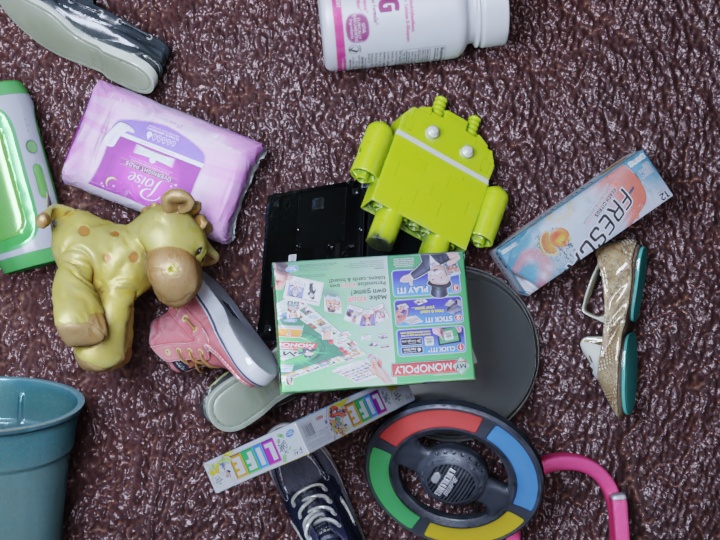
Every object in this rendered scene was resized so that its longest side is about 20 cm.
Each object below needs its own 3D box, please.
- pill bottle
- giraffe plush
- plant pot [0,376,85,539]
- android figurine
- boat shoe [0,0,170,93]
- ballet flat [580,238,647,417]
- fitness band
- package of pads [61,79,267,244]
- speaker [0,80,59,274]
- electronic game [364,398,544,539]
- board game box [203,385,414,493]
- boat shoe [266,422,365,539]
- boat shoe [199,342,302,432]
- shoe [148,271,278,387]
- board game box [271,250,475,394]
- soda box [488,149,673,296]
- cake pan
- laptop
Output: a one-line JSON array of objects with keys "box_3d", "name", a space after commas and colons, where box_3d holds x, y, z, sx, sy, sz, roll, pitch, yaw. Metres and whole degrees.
[{"box_3d": [0.055, -0.283, 1.257, 0.200, 0.113, 0.114, -7, 92, -2], "name": "pill bottle"}, {"box_3d": [-0.230, -0.006, 1.204, 0.162, 0.173, 0.200, -14, 86, -2], "name": "giraffe plush"}, {"box_3d": [-0.396, 0.233, 1.228, 0.200, 0.200, 0.196, 3, 99, -2], "name": "plant pot"}, {"box_3d": [0.078, -0.098, 1.264, 0.182, 0.041, 0.200, 29, 66, -14], "name": "android figurine"}, {"box_3d": [-0.299, -0.270, 1.272, 0.199, 0.075, 0.066, 27, 62, 6], "name": "boat shoe"}, {"box_3d": [0.283, 0.064, 1.307, 0.065, 0.070, 0.200, 5, 89, 25], "name": "ballet flat"}, {"box_3d": [0.234, 0.309, 1.318, 0.143, 0.037, 0.200, -3, 91, -1], "name": "fitness band"}, {"box_3d": [-0.214, -0.117, 1.272, 0.200, 0.076, 0.121, 21, 90, -2], "name": "package of pads"}, {"box_3d": [-0.380, -0.101, 1.263, 0.088, 0.088, 0.200, -15, 92, -1], "name": "speaker"}, {"box_3d": [0.102, 0.225, 1.270, 0.200, 0.042, 0.200, 7, 122, 11], "name": "electronic game"}, {"box_3d": [-0.049, 0.167, 1.203, 0.134, 0.200, 0.034, -28, 84, 35], "name": "board game box"}, {"box_3d": [-0.045, 0.263, 1.280, 0.075, 0.093, 0.200, -31, 93, -1], "name": "boat shoe"}, {"box_3d": [-0.087, 0.112, 1.285, 0.201, 0.061, 0.072, -26, 99, -20], "name": "boat shoe"}, {"box_3d": [-0.161, 0.084, 1.235, 0.091, 0.200, 0.071, -47, 130, 4], "name": "shoe"}, {"box_3d": [0.012, 0.053, 1.186, 0.200, 0.029, 0.135, -3, 83, -7], "name": "board game box"}, {"box_3d": [0.244, -0.053, 1.290, 0.200, 0.068, 0.064, -35, 92, -1], "name": "soda box"}, {"box_3d": [0.109, 0.093, 1.296, 0.200, 0.037, 0.201, 0, 88, -8], "name": "cake pan"}, {"box_3d": [0.000, 0.000, 1.278, 0.200, 0.103, 0.178, -8, 67, 25], "name": "laptop"}]
